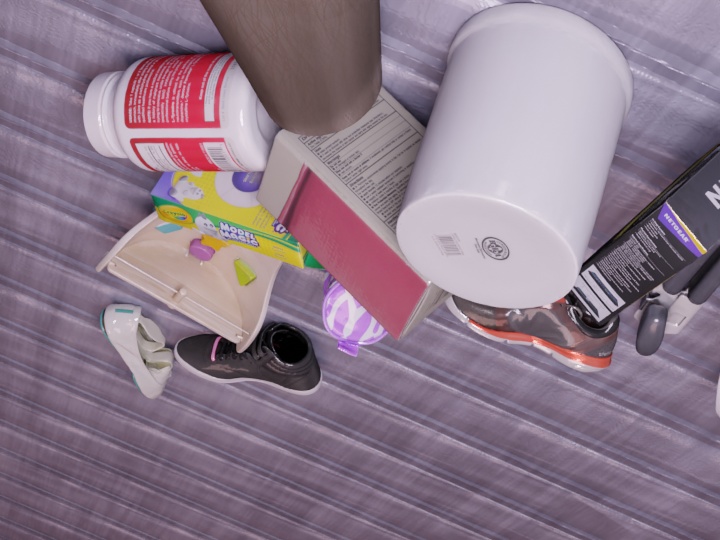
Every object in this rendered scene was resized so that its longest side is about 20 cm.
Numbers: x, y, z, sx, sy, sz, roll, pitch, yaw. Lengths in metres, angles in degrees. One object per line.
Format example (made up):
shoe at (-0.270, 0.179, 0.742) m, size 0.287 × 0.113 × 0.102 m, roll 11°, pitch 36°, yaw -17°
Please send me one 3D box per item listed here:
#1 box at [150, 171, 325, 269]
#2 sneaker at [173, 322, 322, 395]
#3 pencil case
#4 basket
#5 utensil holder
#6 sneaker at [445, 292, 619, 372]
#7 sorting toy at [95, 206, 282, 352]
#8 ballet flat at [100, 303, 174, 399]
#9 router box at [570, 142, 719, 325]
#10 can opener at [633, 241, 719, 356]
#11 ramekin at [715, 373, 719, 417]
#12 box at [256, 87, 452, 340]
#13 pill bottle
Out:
box at (-0.098, -0.078, 1.383) m, size 0.198 × 0.118 × 0.049 m, roll 19°, pitch 151°, yaw 17°
sneaker at (-0.144, 0.099, 1.763) m, size 0.197 × 0.071 × 0.100 m, roll 11°, pitch 147°, yaw 4°
pencil case at (0.000, 0.000, 1.399) m, size 0.083 × 0.200 × 0.086 m, roll 26°, pitch 113°, yaw -9°
basket at (-0.051, -0.218, 1.154) m, size 0.178 × 0.137 × 0.201 m, roll 11°, pitch 152°, yaw 20°
utensil holder at (0.132, -0.094, 1.165) m, size 0.168 × 0.202 × 0.171 m, roll 14°, pitch 149°, yaw 9°
sneaker at (0.189, 0.036, 1.483) m, size 0.198 × 0.077 × 0.083 m, roll 20°, pitch 122°, yaw 0°
sorting toy at (-0.168, -0.026, 1.559) m, size 0.199 × 0.108 × 0.180 m, roll 31°, pitch 140°, yaw -16°
ballet flat at (-0.292, 0.114, 1.884) m, size 0.069 × 0.070 × 0.201 m, roll 7°, pitch 146°, yaw 22°
router box at (0.279, -0.053, 1.143) m, size 0.052 × 0.199 × 0.157 m, roll 49°, pitch 148°, yaw 4°
can opener at (0.324, 0.024, 1.362) m, size 0.053 × 0.067 × 0.201 m, roll 20°, pitch 149°, yaw -1°
ramekin at (0.402, 0.075, 1.282) m, size 0.093 × 0.203 × 0.203 m, roll 20°, pitch 151°, yaw 23°
box at (0.020, -0.060, 1.277) m, size 0.200 × 0.128 × 0.109 m, roll 45°, pitch 147°, yaw 13°
pill bottle at (-0.167, -0.153, 1.336) m, size 0.198 × 0.113 × 0.113 m, roll 3°, pitch 145°, yaw 28°
